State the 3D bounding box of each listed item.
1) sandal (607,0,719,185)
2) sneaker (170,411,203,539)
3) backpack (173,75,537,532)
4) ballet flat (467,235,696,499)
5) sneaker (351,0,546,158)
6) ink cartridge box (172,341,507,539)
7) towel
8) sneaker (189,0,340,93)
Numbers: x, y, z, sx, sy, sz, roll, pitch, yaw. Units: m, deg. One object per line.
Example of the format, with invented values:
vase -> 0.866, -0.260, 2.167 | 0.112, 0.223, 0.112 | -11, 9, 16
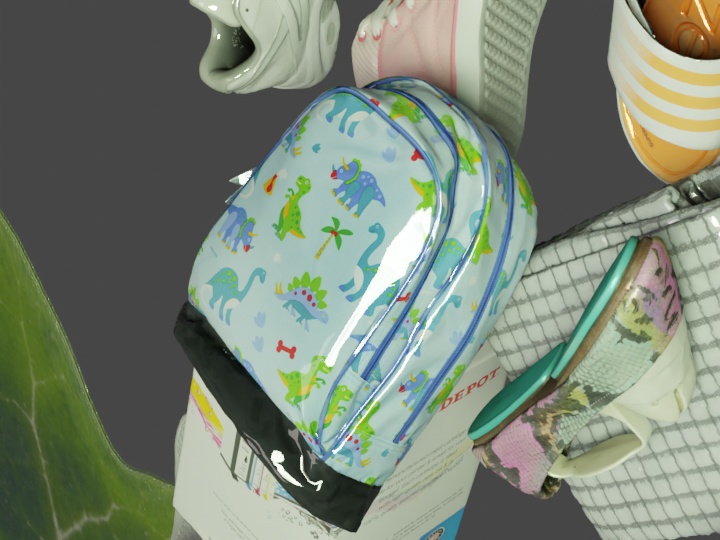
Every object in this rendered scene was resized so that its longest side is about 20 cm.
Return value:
sandal -> 0.154, -0.127, 0.710 | 0.079, 0.059, 0.208 | 38, 136, 29
sneaker -> -0.082, 0.196, 1.112 | 0.073, 0.117, 0.203 | 16, 103, 42
backpack -> 0.000, 0.000, 0.774 | 0.163, 0.200, 0.154 | 49, -178, 37
ballet flat -> 0.115, 0.054, 0.718 | 0.071, 0.069, 0.200 | 36, 144, 4
sneaker -> 0.045, -0.144, 0.818 | 0.104, 0.075, 0.202 | 33, 137, 28
ink cartridge box -> -0.015, 0.098, 0.965 | 0.144, 0.146, 0.202 | 40, 136, 29
towel -> 0.164, 0.042, 0.767 | 0.199, 0.085, 0.167 | -25, 93, 54
sneaker -> -0.056, -0.187, 0.895 | 0.078, 0.099, 0.202 | 34, 133, 34
